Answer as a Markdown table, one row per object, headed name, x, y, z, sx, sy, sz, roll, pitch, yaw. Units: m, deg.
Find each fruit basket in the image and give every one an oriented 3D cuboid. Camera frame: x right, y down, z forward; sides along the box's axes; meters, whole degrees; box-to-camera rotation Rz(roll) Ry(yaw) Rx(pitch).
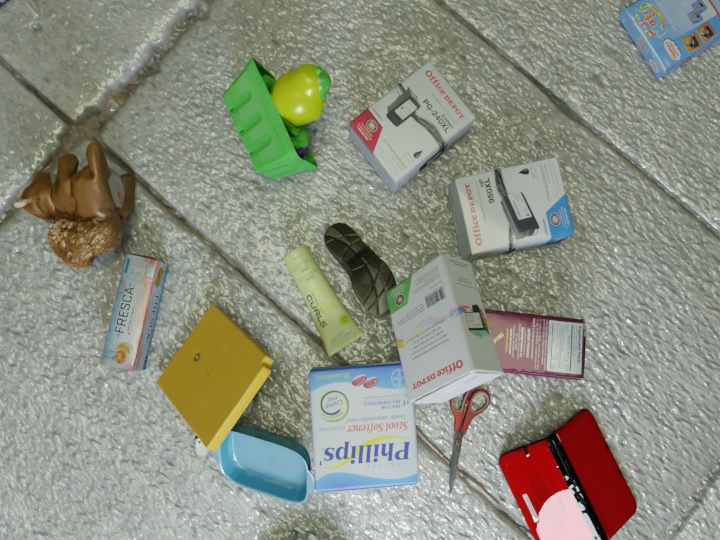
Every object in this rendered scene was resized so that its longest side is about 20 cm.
| name | x | y | z | sx | sy | sz | roll | pitch | yaw |
| --- | --- | --- | --- | --- | --- | --- | --- | --- | --- |
| fruit basket | -0.130 | -0.293 | 1.086 | 0.210 | 0.155 | 0.222 | 0 | 89 | 13 |

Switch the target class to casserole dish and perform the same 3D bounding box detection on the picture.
| name | x | y | z | sx | sy | sz | roll | pitch | yaw |
| --- | --- | --- | --- | --- | --- | --- | --- | --- | --- |
| casserole dish | -0.163 | 0.330 | 1.032 | 0.195 | 0.039 | 0.124 | 11 | 116 | 17 |

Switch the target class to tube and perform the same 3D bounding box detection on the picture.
| name | x | y | z | sx | sy | sz | roll | pitch | yaw |
| --- | --- | --- | --- | --- | --- | --- | --- | --- | --- |
| tube | -0.073 | 0.051 | 1.100 | 0.058 | 0.052 | 0.203 | -30 | 88 | 36 |

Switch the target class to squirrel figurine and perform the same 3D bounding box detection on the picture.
| name | x | y | z | sx | sy | sz | roll | pitch | yaw |
| --- | --- | --- | --- | --- | --- | --- | --- | --- | --- |
| squirrel figurine | -0.521 | -0.107 | 1.073 | 0.182 | 0.142 | 0.205 | -7 | 80 | 5 |

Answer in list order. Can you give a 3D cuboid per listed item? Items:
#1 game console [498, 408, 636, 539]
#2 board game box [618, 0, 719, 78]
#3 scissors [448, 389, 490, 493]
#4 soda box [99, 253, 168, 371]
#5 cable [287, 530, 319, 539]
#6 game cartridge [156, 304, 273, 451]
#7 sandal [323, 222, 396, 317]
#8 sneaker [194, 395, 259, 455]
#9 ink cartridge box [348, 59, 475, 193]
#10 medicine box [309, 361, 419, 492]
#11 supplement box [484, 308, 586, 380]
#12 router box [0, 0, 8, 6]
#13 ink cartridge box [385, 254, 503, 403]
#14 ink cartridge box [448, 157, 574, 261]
| name | x | y | z | sx | sy | sz | roll | pitch | yaw |
| --- | --- | --- | --- | --- | --- | --- | --- | --- | --- |
| game console | 0.373 | 0.385 | 1.076 | 0.171 | 0.118 | 0.203 | -30 | 82 | 27 |
| board game box | 0.638 | -0.498 | 1.182 | 0.197 | 0.037 | 0.153 | -30 | 84 | -5 |
| scissors | 0.174 | 0.298 | 1.089 | 0.072 | 0.014 | 0.203 | 25 | 84 | 0 |
| soda box | -0.408 | 0.076 | 1.081 | 0.062 | 0.068 | 0.205 | 11 | 82 | 1 |
| cable | -0.088 | 0.584 | 1.019 | 0.198 | 0.069 | 0.202 | 35 | 84 | 4 |
| game cartridge | -0.253 | 0.179 | 1.032 | 0.199 | 0.032 | 0.178 | 33 | 86 | 39 |
| sandal | 0.000 | 0.000 | 1.108 | 0.081 | 0.055 | 0.201 | -36 | 70 | -10 |
| sneaker | -0.232 | 0.241 | 1.064 | 0.080 | 0.075 | 0.203 | 27 | 84 | -6 |
| ink cartridge box | 0.096 | -0.271 | 1.123 | 0.199 | 0.083 | 0.146 | -39 | 85 | -5 |
| medicine box | 0.005 | 0.268 | 1.044 | 0.177 | 0.103 | 0.205 | -4 | 82 | -1 |
| supplement box | 0.278 | 0.129 | 1.051 | 0.195 | 0.131 | 0.106 | 6 | 83 | -1 |
| router box | -0.820 | -0.543 | 1.163 | 0.199 | 0.052 | 0.158 | -38 | 85 | -5 |
| ink cartridge box | 0.134 | 0.101 | 0.986 | 0.083 | 0.144 | 0.204 | 12 | 55 | -39 |
| ink cartridge box | 0.275 | -0.111 | 1.104 | 0.195 | 0.084 | 0.148 | -12 | 83 | -2 |
